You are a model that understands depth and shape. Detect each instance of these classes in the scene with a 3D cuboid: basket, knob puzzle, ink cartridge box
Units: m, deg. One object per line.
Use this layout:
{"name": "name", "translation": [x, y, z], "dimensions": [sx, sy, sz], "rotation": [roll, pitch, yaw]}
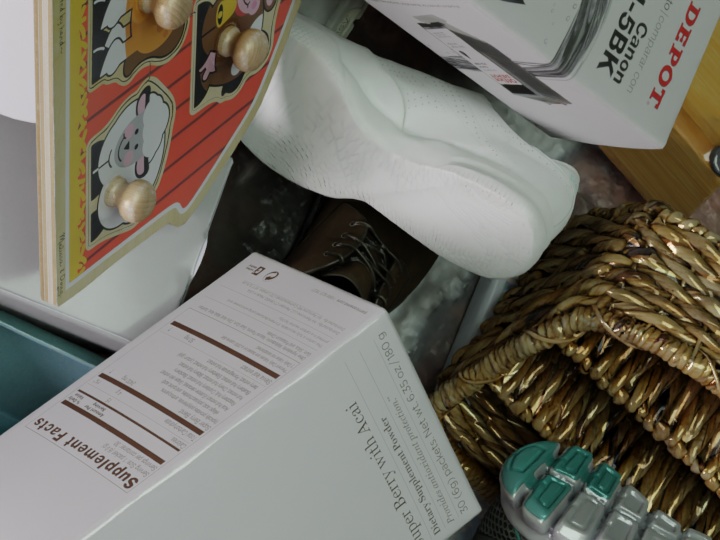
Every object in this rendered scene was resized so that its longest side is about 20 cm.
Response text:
{"name": "basket", "translation": [0.154, 0.083, 1.299], "dimensions": [0.200, 0.143, 0.149], "rotation": [45, 72, -15]}
{"name": "knob puzzle", "translation": [-0.069, -0.098, 1.143], "dimensions": [0.030, 0.220, 0.220], "rotation": [23, 77, 23]}
{"name": "ink cartridge box", "translation": [0.083, -0.165, 1.209], "dimensions": [0.200, 0.083, 0.147], "rotation": [32, 77, -39]}

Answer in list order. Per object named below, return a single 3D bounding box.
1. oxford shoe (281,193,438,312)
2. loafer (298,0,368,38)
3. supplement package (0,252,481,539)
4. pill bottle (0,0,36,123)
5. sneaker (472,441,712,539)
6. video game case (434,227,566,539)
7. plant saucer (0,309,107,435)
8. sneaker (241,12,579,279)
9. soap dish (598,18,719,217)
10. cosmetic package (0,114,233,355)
{"name": "oxford shoe", "translation": [0.000, 0.000, 1.293], "dimensions": [0.073, 0.084, 0.200], "rotation": [44, 72, -14]}
{"name": "loafer", "translation": [0.001, -0.203, 1.279], "dimensions": [0.070, 0.070, 0.200], "rotation": [25, 100, -21]}
{"name": "supplement package", "translation": [-0.071, 0.105, 1.163], "dimensions": [0.200, 0.120, 0.121], "rotation": [-37, 120, -19]}
{"name": "pill bottle", "translation": [-0.116, -0.163, 1.186], "dimensions": [0.120, 0.120, 0.200], "rotation": [43, 45, -16]}
{"name": "sneaker", "translation": [0.139, 0.169, 1.285], "dimensions": [0.200, 0.091, 0.078], "rotation": [38, 39, 3]}
{"name": "video game case", "translation": [0.121, 0.091, 1.374], "dimensions": [0.182, 0.024, 0.200], "rotation": [26, 79, -20]}
{"name": "plant saucer", "translation": [-0.111, 0.077, 1.260], "dimensions": [0.200, 0.070, 0.019], "rotation": [26, 37, -21]}
{"name": "sneaker", "translation": [0.015, -0.074, 1.274], "dimensions": [0.200, 0.075, 0.088], "rotation": [35, 41, 7]}
{"name": "soap dish", "translation": [0.158, -0.146, 1.363], "dimensions": [0.200, 0.081, 0.157], "rotation": [47, 73, -16]}
{"name": "cosmetic package", "translation": [-0.173, -0.040, 1.221], "dimensions": [0.200, 0.090, 0.107], "rotation": [26, 79, -23]}
